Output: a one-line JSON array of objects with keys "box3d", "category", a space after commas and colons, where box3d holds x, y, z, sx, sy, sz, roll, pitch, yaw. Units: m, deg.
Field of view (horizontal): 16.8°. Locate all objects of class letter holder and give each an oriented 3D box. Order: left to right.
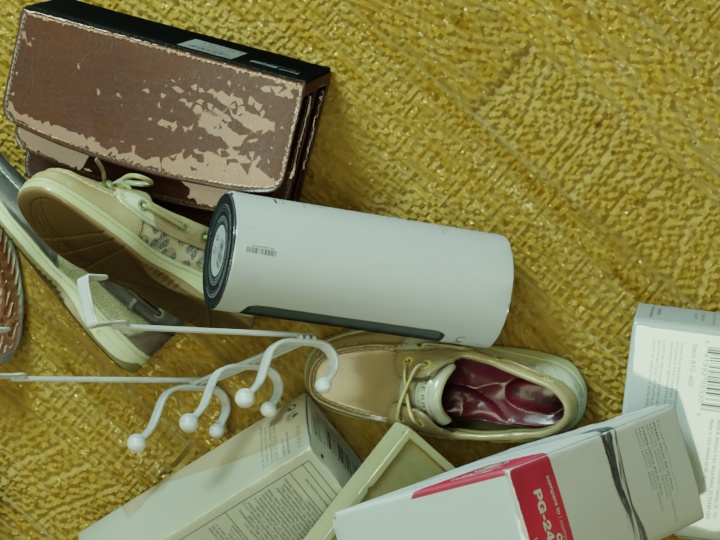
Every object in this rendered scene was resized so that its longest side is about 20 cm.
[{"box3d": [-0.139, -0.092, 1.672, 0.200, 0.101, 0.142, 16, 102, 6], "category": "letter holder"}]

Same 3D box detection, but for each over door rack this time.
[{"box3d": [-0.136, 0.071, 1.628, 0.148, 0.200, 0.067, -25, 57, 49], "category": "over door rack"}]

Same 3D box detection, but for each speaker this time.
[{"box3d": [0.000, 0.000, 1.636, 0.200, 0.081, 0.081, 8, 100, -17], "category": "speaker"}]

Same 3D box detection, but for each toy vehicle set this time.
[{"box3d": [0.060, 0.214, 1.664, 0.200, 0.027, 0.124, 43, 80, -19], "category": "toy vehicle set"}]

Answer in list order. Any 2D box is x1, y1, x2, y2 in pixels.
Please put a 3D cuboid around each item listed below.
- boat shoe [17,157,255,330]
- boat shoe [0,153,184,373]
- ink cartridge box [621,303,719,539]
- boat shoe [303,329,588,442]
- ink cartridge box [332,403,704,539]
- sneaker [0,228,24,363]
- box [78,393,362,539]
[{"box3d": [-0.147, -0.023, 1.659, 0.073, 0.200, 0.063, -6, 59, 46], "category": "boat shoe"}, {"box3d": [-0.201, -0.021, 1.705, 0.066, 0.072, 0.201, -39, 103, -1], "category": "boat shoe"}, {"box3d": [0.276, 0.109, 1.642, 0.200, 0.083, 0.146, 7, 99, 8], "category": "ink cartridge box"}, {"box3d": [0.056, 0.079, 1.681, 0.200, 0.066, 0.074, 3, 98, 9], "category": "boat shoe"}, {"box3d": [0.105, 0.157, 1.551, 0.145, 0.200, 0.084, -20, 86, 39], "category": "ink cartridge box"}, {"box3d": [-0.302, -0.025, 1.727, 0.080, 0.071, 0.200, -14, 98, 26], "category": "sneaker"}, {"box3d": [-0.094, 0.184, 1.700, 0.200, 0.078, 0.095, -31, 116, 11], "category": "box"}]
